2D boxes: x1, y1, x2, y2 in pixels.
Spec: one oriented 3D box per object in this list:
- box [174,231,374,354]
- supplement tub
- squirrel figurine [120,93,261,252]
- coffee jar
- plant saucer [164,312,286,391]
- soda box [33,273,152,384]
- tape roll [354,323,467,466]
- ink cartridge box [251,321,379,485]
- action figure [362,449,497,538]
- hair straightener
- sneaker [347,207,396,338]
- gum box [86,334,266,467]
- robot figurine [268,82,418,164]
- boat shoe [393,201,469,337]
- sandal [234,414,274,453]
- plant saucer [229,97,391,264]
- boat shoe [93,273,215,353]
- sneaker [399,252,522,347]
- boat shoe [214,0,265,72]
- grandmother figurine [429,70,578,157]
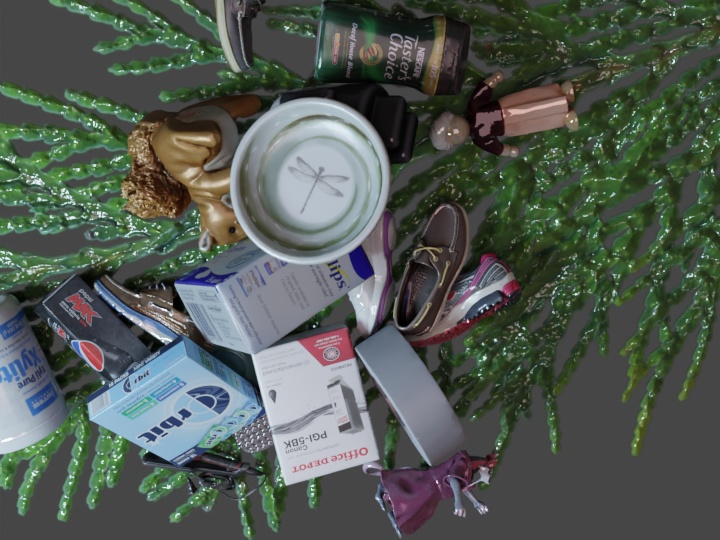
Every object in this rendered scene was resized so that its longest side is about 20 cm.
[{"bbox_3d":[-0.117,0.010,1.142,0.200,0.184,0.105,-33,106,-24],"label":"box"},{"bbox_3d":[-0.523,0.148,1.249,0.131,0.132,0.201,-17,109,5],"label":"supplement tub"},{"bbox_3d":[-0.223,-0.124,1.175,0.199,0.142,0.187,-1,121,14],"label":"squirrel figurine"},{"bbox_3d":[0.042,-0.289,1.128,0.199,0.085,0.105,6,110,-4],"label":"coffee jar"},{"bbox_3d":[-0.202,0.145,1.310,0.199,0.027,0.201,0,110,0],"label":"plant saucer"},{"bbox_3d":[-0.377,0.102,1.256,0.200,0.063,0.071,50,59,-15],"label":"soda box"},{"bbox_3d":[0.071,0.177,1.230,0.066,0.200,0.201,-33,108,-6],"label":"tape roll"},{"bbox_3d":[-0.065,0.192,1.253,0.146,0.083,0.201,-15,94,-5],"label":"ink cartridge box"},{"bbox_3d":[0.125,0.334,1.365,0.200,0.134,0.149,-30,65,-4],"label":"action figure"},{"bbox_3d":[-0.249,0.319,1.369,0.199,0.041,0.077,15,109,-11],"label":"hair straightener"},{"bbox_3d":[0.000,0.000,1.250,0.099,0.075,0.201,8,111,16],"label":"sneaker"},{"bbox_3d":[-0.258,0.194,1.239,0.170,0.045,0.200,-33,139,9],"label":"gum box"},{"bbox_3d":[-0.028,-0.183,1.124,0.199,0.125,0.151,2,122,27],"label":"robot figurine"},{"bbox_3d":[0.098,-0.004,1.216,0.072,0.059,0.201,20,92,29],"label":"boat shoe"},{"bbox_3d":[-0.098,0.218,1.323,0.200,0.048,0.076,-20,96,4],"label":"sandal"},{"bbox_3d":[-0.057,-0.106,1.042,0.199,0.050,0.201,-1,86,13],"label":"plant saucer"},{"bbox_3d":[-0.293,0.058,1.256,0.200,0.072,0.072,35,80,0],"label":"boat shoe"},{"bbox_3d":[0.140,0.051,1.265,0.200,0.081,0.075,-33,71,21],"label":"sneaker"},{"bbox_3d":[-0.152,-0.359,1.107,0.066,0.072,0.202,-4,105,6],"label":"boat shoe"},{"bbox_3d":[0.190,-0.210,1.176,0.199,0.061,0.122,-15,101,1],"label":"grandmother figurine"}]
